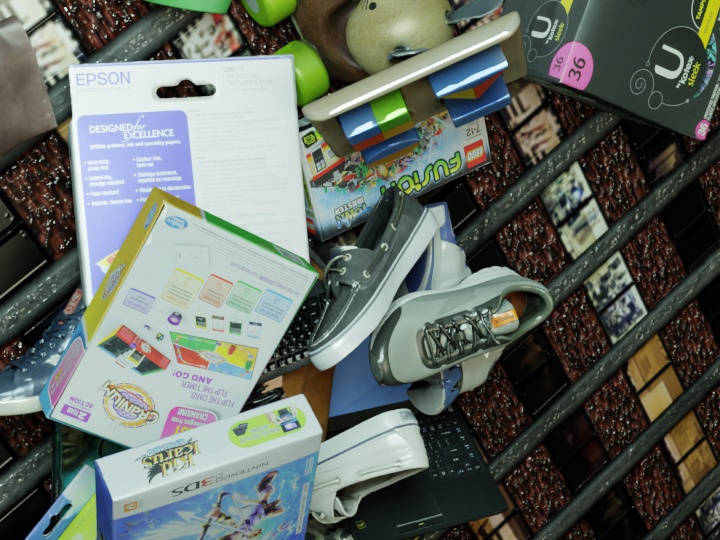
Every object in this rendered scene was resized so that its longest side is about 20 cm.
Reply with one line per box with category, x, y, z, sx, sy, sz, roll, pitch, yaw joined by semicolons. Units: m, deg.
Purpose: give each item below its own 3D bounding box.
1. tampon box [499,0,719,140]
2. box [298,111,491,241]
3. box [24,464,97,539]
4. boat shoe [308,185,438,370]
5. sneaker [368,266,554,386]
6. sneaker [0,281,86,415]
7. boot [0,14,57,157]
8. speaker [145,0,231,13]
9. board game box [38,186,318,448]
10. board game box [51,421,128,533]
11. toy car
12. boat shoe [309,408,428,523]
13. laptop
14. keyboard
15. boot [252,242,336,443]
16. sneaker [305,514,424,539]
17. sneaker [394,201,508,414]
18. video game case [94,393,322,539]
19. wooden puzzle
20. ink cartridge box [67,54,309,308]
tampon box;0.250;-0.232;1.443;0.199;0.126;0.151;15;97;-35
box;0.027;-0.118;1.394;0.199;0.035;0.111;-26;118;-23
box;-0.203;0.262;1.340;0.122;0.048;0.200;-51;133;4
boat shoe;0.000;0.000;1.315;0.066;0.070;0.200;45;57;-14
sneaker;0.091;0.048;1.355;0.199;0.079;0.074;-24;108;-30
sneaker;-0.244;0.056;1.260;0.199;0.075;0.085;-23;110;-31
boot;-0.311;-0.084;1.163;0.166;0.072;0.201;-22;113;-23
speaker;-0.129;-0.313;1.198;0.088;0.088;0.201;2;104;-33
board game box;-0.148;0.053;1.215;0.153;0.040;0.201;26;99;-29
board game box;-0.182;0.155;1.353;0.199;0.028;0.136;-7;109;-31
toy car;0.022;-0.221;1.255;0.164;0.200;0.158;-35;121;-19
boat shoe;-0.025;0.198;1.367;0.199;0.066;0.072;-29;156;15
laptop;0.049;0.145;1.451;0.176;0.201;0.103;-9;147;-29
keyboard;-0.100;0.086;1.292;0.199;0.040;0.105;-21;114;-24
boot;-0.090;0.063;1.352;0.188;0.068;0.201;16;92;-41
sneaker;-0.009;0.276;1.476;0.199;0.074;0.085;-22;117;-25
sneaker;0.091;0.031;1.452;0.115;0.080;0.201;-12;98;-37
video game case;-0.129;0.203;1.247;0.180;0.046;0.201;-16;143;-21
wooden puzzle;0.055;-0.139;1.237;0.184;0.200;0.047;-24;84;5
ink cartridge box;-0.143;-0.076;1.249;0.197;0.043;0.201;-5;93;-20
